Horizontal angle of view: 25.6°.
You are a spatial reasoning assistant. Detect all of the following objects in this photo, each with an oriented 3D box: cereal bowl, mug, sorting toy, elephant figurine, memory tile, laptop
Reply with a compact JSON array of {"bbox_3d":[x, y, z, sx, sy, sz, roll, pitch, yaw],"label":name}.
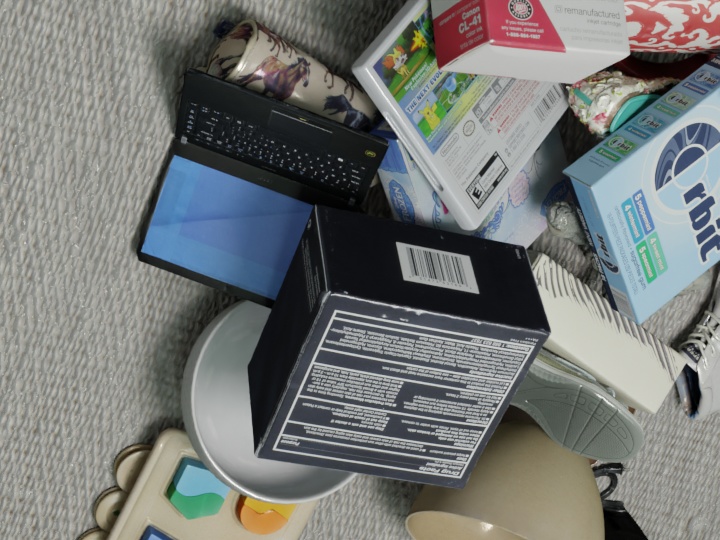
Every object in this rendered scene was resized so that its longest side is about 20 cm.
[{"bbox_3d":[-0.078,0.117,1.482,0.200,0.083,0.200,3,83,-24],"label":"cereal bowl"},{"bbox_3d":[0.281,-0.236,1.435,0.200,0.133,0.178,-3,116,-17],"label":"mug"},{"bbox_3d":[-0.145,0.257,1.561,0.200,0.036,0.185,18,108,-30],"label":"sorting toy"},{"bbox_3d":[0.261,-0.061,1.510,0.141,0.155,0.200,-20,135,15],"label":"elephant figurine"},{"bbox_3d":[-0.173,0.254,1.579,0.200,0.017,0.153,19,108,-29],"label":"memory tile"},{"bbox_3d":[-0.089,-0.059,1.350,0.177,0.200,0.103,20,67,-4],"label":"laptop"}]

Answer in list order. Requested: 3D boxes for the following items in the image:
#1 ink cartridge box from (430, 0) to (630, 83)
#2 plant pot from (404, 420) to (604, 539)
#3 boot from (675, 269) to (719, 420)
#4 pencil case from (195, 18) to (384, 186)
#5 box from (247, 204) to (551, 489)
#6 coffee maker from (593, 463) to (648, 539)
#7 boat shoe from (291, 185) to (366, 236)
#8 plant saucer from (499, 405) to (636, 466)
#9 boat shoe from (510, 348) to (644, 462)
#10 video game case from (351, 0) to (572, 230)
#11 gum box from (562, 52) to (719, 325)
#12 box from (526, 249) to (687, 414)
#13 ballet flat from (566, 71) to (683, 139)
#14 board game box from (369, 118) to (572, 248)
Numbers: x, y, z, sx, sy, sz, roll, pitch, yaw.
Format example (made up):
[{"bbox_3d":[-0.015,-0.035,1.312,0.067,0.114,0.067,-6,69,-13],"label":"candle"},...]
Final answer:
[{"bbox_3d":[0.134,-0.265,1.316,0.147,0.086,0.200,0,81,-29],"label":"ink cartridge box"},{"bbox_3d":[0.161,0.230,1.584,0.200,0.200,0.135,42,61,-34],"label":"plant pot"},{"bbox_3d":[0.380,0.072,1.673,0.095,0.074,0.200,-22,124,-19],"label":"boot"},{"bbox_3d":[-0.047,-0.142,1.380,0.200,0.089,0.078,29,72,-33],"label":"pencil case"},{"bbox_3d":[0.025,0.068,1.360,0.200,0.123,0.199,11,127,-18],"label":"box"},{"bbox_3d":[0.282,0.349,1.708,0.135,0.200,0.192,-19,122,-13],"label":"coffee maker"},{"bbox_3d":[0.003,-0.001,1.458,0.072,0.060,0.202,-29,109,8],"label":"boat shoe"},{"bbox_3d":[0.199,0.137,1.660,0.200,0.032,0.200,-10,119,-18],"label":"plant saucer"},{"bbox_3d":[0.190,0.116,1.556,0.202,0.065,0.074,28,121,6],"label":"boat shoe"},{"bbox_3d":[0.098,-0.168,1.362,0.200,0.022,0.182,-52,120,-27],"label":"video game case"},{"bbox_3d":[0.290,-0.075,1.424,0.200,0.045,0.170,-37,128,-14],"label":"gum box"},{"bbox_3d":[0.218,0.059,1.563,0.200,0.082,0.068,34,84,-21],"label":"box"},{"bbox_3d":[0.251,-0.156,1.457,0.200,0.064,0.076,3,121,-59],"label":"ballet flat"},{"bbox_3d":[0.106,-0.094,1.438,0.200,0.043,0.199,-44,129,-31],"label":"board game box"}]
